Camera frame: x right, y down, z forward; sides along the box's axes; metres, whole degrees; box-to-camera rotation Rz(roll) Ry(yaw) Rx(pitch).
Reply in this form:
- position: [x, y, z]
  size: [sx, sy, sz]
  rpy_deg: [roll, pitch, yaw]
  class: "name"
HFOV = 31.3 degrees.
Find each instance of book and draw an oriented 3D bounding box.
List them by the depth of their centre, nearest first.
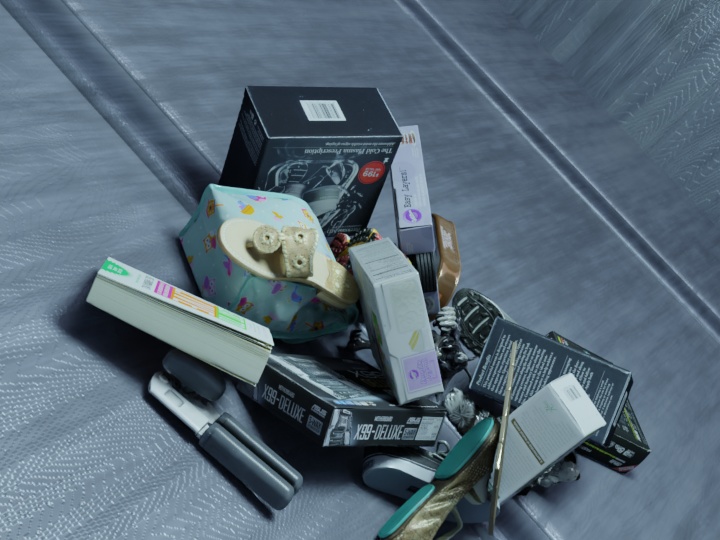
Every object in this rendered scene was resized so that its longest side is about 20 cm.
- position: [-0.194, 0.049, 1.395]
  size: [0.198, 0.049, 0.134]
  rpy_deg: [25, 6, -9]
  class: "book"

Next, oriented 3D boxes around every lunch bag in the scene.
- position: [-0.106, -0.005, 1.598]
  size: [0.198, 0.122, 0.172]
  rpy_deg: [9, 42, -41]
  class: "lunch bag"

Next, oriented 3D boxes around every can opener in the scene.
- position: [-0.138, 0.163, 1.356]
  size: [0.199, 0.067, 0.053]
  rpy_deg: [39, 26, 4]
  class: "can opener"

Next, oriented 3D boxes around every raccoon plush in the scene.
- position: [0.220, 0.221, 1.773]
  size: [0.201, 0.097, 0.134]
  rpy_deg: [51, 19, 16]
  class: "raccoon plush"

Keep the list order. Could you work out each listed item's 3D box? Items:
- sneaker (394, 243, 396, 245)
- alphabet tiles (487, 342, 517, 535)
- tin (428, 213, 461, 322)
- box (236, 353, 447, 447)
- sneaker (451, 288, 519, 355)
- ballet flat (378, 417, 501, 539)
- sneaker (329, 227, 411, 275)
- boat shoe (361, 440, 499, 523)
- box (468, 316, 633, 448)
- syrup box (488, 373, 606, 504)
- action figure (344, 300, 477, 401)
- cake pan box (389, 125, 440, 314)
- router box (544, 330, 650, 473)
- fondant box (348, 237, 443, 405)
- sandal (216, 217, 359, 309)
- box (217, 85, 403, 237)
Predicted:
- position: [0.031, 0.017, 1.827]
  size: [0.200, 0.059, 0.106]
  rpy_deg: [78, 7, -87]
  class: "sneaker"
- position: [0.160, 0.209, 1.468]
  size: [0.007, 0.202, 0.169]
  rpy_deg: [7, 50, 8]
  class: "alphabet tiles"
- position: [0.101, -0.007, 1.907]
  size: [0.042, 0.112, 0.201]
  rpy_deg: [31, 28, -21]
  class: "tin"
- position: [-0.020, 0.150, 1.489]
  size: [0.198, 0.050, 0.157]
  rpy_deg: [9, 14, -47]
  class: "box"
- position: [0.212, 0.101, 1.968]
  size: [0.200, 0.074, 0.080]
  rpy_deg: [43, 15, -15]
  class: "sneaker"
- position: [0.103, 0.258, 1.471]
  size: [0.065, 0.200, 0.070]
  rpy_deg: [48, -14, -9]
  class: "ballet flat"
- position: [0.000, 0.000, 1.710]
  size: [0.082, 0.079, 0.199]
  rpy_deg: [31, -13, -20]
  class: "sneaker"
- position: [0.086, 0.247, 1.552]
  size: [0.197, 0.074, 0.069]
  rpy_deg: [21, 47, -22]
  class: "boat shoe"
- position: [0.266, 0.157, 1.775]
  size: [0.198, 0.108, 0.148]
  rpy_deg: [23, -3, 16]
  class: "box"
- position: [0.201, 0.223, 1.606]
  size: [0.082, 0.200, 0.078]
  rpy_deg: [55, 28, 14]
  class: "syrup box"
- position: [0.080, 0.102, 1.696]
  size: [0.197, 0.121, 0.102]
  rpy_deg: [20, -7, -19]
  class: "action figure"
- position: [0.072, -0.065, 1.765]
  size: [0.186, 0.051, 0.202]
  rpy_deg: [79, 4, -47]
  class: "cake pan box"
- position: [0.357, 0.206, 2.017]
  size: [0.149, 0.062, 0.201]
  rpy_deg: [28, 30, -31]
  class: "router box"
- position: [0.039, 0.055, 1.524]
  size: [0.200, 0.057, 0.147]
  rpy_deg: [-120, -164, -75]
  class: "fondant box"
- position: [-0.065, -0.023, 1.487]
  size: [0.210, 0.069, 0.079]
  rpy_deg: [28, 42, -38]
  class: "sandal"
- position: [-0.071, -0.142, 1.713]
  size: [0.197, 0.183, 0.105]
  rpy_deg: [-4, 48, -27]
  class: "box"
